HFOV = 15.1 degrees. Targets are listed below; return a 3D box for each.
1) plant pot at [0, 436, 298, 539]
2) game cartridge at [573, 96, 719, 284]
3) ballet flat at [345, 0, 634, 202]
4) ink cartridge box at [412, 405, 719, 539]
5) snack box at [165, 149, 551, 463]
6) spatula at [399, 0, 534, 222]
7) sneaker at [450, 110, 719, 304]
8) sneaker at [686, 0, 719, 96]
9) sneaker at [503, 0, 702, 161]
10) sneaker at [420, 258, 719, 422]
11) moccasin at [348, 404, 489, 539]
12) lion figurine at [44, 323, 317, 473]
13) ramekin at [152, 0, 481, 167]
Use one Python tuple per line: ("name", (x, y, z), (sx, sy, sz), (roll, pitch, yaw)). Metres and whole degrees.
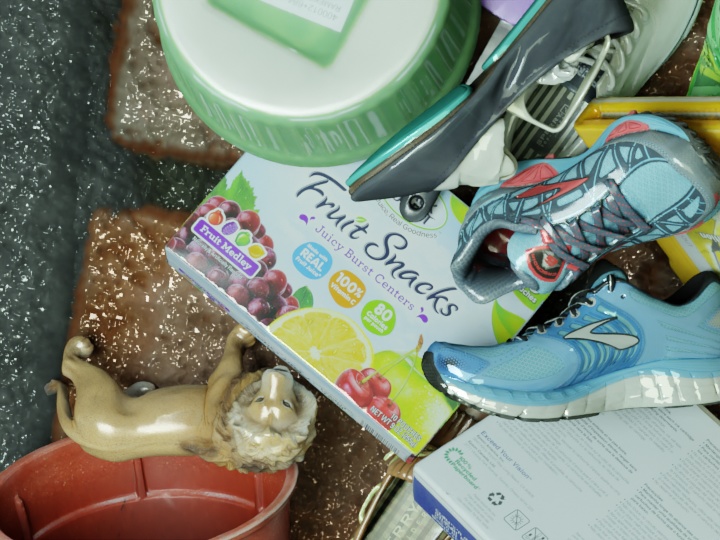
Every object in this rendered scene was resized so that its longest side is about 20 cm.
("plant pot", (-0.128, 0.224, 1.725), (0.200, 0.201, 0.196), (-2, 112, 11))
("game cartridge", (0.237, -0.021, 1.585), (0.176, 0.032, 0.200), (4, 138, 52))
("ballet flat", (0.082, -0.094, 1.583), (0.200, 0.073, 0.073), (-44, 94, 3))
("ink cartridge box", (0.167, 0.138, 1.632), (0.196, 0.200, 0.043), (44, 152, 32))
("snack box", (0.000, 0.000, 1.670), (0.200, 0.053, 0.142), (39, 78, 4))
("spatula", (0.074, -0.119, 1.655), (0.056, 0.021, 0.201), (28, 83, 2))
("sneaker", (0.129, -0.022, 1.560), (0.079, 0.096, 0.200), (48, 143, -16))
("sneaker", (0.231, -0.118, 1.620), (0.074, 0.084, 0.201), (7, 106, 8))
("sneaker", (0.149, -0.130, 1.638), (0.073, 0.071, 0.201), (30, 107, 1))
("sneaker", (0.130, 0.038, 1.615), (0.199, 0.078, 0.090), (-6, 97, -16))
("moccasin", (0.046, 0.131, 1.717), (0.074, 0.078, 0.202), (39, 102, 1))
("lion figurine", (-0.118, 0.091, 1.709), (0.199, 0.123, 0.073), (-11, 121, 15))
("ramekin", (-0.030, -0.167, 1.613), (0.199, 0.098, 0.201), (-1, 83, 6))
